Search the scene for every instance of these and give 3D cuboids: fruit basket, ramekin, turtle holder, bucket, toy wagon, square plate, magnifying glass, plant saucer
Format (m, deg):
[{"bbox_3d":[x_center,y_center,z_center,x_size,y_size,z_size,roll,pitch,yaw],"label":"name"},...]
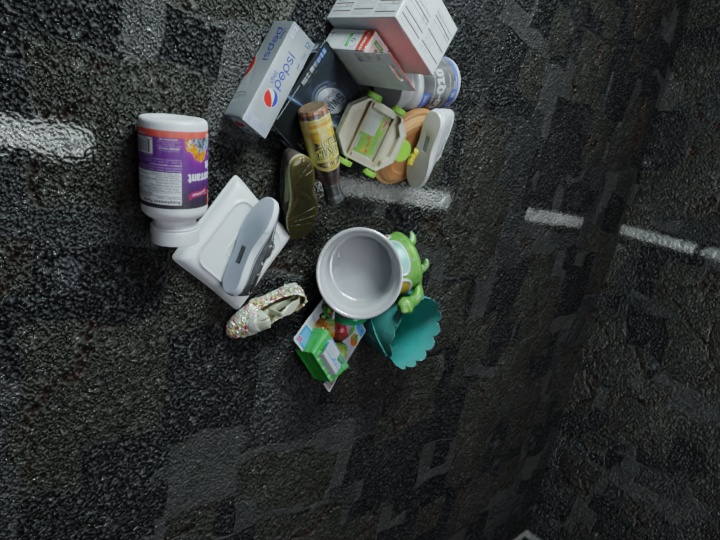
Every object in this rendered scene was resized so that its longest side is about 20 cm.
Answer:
[{"bbox_3d":[-0.062,0.157,1.289,0.201,0.092,0.188,-50,128,-31],"label":"fruit basket"},{"bbox_3d":[0.000,0.000,1.215,0.098,0.195,0.206,-72,177,-80],"label":"ramekin"},{"bbox_3d":[0.084,0.005,1.331,0.129,0.140,0.191,-20,105,-28],"label":"turtle holder"},{"bbox_3d":[0.106,0.143,1.428,0.204,0.133,0.213,-22,123,-39],"label":"bucket"},{"bbox_3d":[0.040,-0.280,1.140,0.196,0.040,0.158,17,108,-36],"label":"toy wagon"},{"bbox_3d":[-0.243,-0.047,1.059,0.200,0.028,0.200,-55,137,-13],"label":"square plate"},{"bbox_3d":[-0.007,0.085,1.291,0.200,0.077,0.023,-47,143,-67],"label":"magnifying glass"},{"bbox_3d":[0.111,-0.286,1.257,0.197,0.032,0.202,-30,151,-18],"label":"plant saucer"}]

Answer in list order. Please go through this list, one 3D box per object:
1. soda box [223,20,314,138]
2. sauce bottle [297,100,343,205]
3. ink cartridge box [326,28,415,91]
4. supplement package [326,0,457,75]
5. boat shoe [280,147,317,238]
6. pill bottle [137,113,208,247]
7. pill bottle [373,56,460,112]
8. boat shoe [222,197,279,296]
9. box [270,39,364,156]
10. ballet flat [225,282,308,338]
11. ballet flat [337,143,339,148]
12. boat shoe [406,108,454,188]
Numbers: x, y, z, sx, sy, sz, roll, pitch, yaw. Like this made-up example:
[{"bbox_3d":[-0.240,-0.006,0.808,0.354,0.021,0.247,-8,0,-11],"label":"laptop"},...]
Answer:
[{"bbox_3d":[-0.167,-0.351,0.975,0.063,0.067,0.204,32,84,-49],"label":"soda box"},{"bbox_3d":[-0.072,-0.230,1.065,0.066,0.065,0.204,-37,130,-28],"label":"sauce bottle"},{"bbox_3d":[0.024,-0.416,1.047,0.108,0.198,0.051,37,82,-47],"label":"ink cartridge box"},{"bbox_3d":[0.063,-0.490,1.055,0.155,0.198,0.113,36,83,-47],"label":"supplement package"},{"bbox_3d":[-0.132,-0.159,1.098,0.070,0.066,0.204,-21,141,-24],"label":"boat shoe"},{"bbox_3d":[-0.309,-0.149,0.883,0.110,0.110,0.206,-12,116,-42],"label":"pill bottle"},{"bbox_3d":[0.130,-0.426,1.218,0.197,0.112,0.117,-20,121,-39],"label":"pill bottle"},{"bbox_3d":[-0.200,-0.041,1.038,0.066,0.069,0.205,19,93,-56],"label":"boat shoe"},{"bbox_3d":[-0.092,-0.330,1.080,0.203,0.043,0.160,-58,137,-10],"label":"box"},{"bbox_3d":[-0.196,0.088,1.141,0.198,0.063,0.077,-34,132,-31],"label":"ballet flat"},{"bbox_3d":[0.027,-0.315,1.209,0.198,0.046,0.069,-31,128,-34],"label":"ballet flat"},{"bbox_3d":[0.163,-0.281,1.230,0.067,0.072,0.204,-19,138,-33],"label":"boat shoe"}]
